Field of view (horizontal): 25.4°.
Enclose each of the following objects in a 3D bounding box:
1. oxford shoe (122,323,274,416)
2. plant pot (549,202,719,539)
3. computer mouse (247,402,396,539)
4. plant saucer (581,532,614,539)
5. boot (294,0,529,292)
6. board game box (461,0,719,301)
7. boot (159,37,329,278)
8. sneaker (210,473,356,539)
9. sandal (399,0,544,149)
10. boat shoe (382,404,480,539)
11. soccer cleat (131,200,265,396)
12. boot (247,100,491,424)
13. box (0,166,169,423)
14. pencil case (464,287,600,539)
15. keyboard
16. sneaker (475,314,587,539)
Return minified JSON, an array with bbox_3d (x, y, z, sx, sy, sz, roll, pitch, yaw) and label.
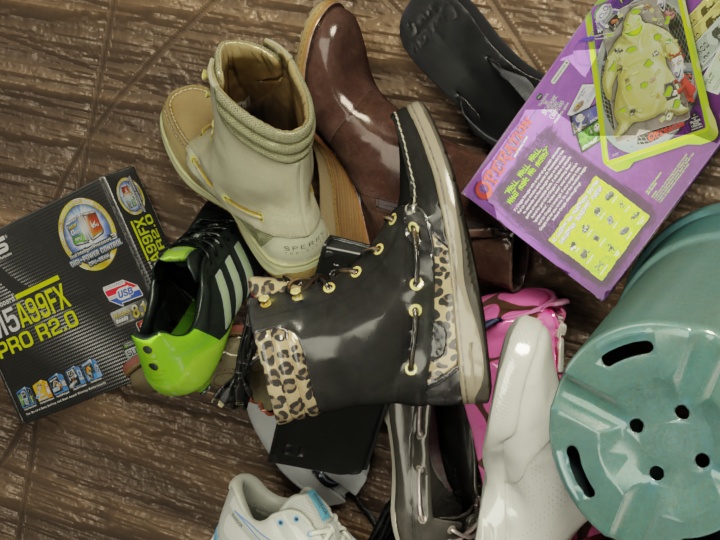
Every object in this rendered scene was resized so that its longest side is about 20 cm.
[{"bbox_3d":[-0.088,0.075,1.207,0.198,0.070,0.076,-13,84,20],"label":"oxford shoe"},{"bbox_3d":[0.219,0.075,0.988,0.199,0.196,0.202,9,109,28],"label":"plant pot"},{"bbox_3d":[-0.034,0.149,1.248,0.110,0.044,0.201,-40,83,34],"label":"computer mouse"},{"bbox_3d":[0.239,0.187,1.016,0.198,0.199,0.037,1,90,30],"label":"plant saucer"},{"bbox_3d":[0.041,-0.087,1.115,0.165,0.072,0.202,10,119,31],"label":"boot"},{"bbox_3d":[0.169,-0.096,1.028,0.120,0.032,0.201,37,103,7],"label":"board game box"},{"bbox_3d":[-0.087,-0.106,1.129,0.200,0.072,0.155,50,158,35],"label":"boot"},{"bbox_3d":[-0.030,0.213,1.203,0.199,0.075,0.087,20,113,25],"label":"sneaker"},{"bbox_3d":[0.099,-0.112,1.091,0.200,0.043,0.076,41,121,13],"label":"sandal"},{"bbox_3d":[0.059,0.152,1.178,0.057,0.067,0.202,-3,101,46],"label":"boat shoe"},{"bbox_3d":[-0.113,-0.001,1.163,0.067,0.201,0.081,-1,137,20],"label":"soccer cleat"},{"bbox_3d":[0.000,0.000,1.047,0.149,0.073,0.202,-11,89,6],"label":"boot"},{"bbox_3d":[-0.236,0.024,1.327,0.199,0.044,0.161,-21,95,33],"label":"box"},{"bbox_3d":[0.124,0.115,1.122,0.093,0.091,0.202,-10,102,29],"label":"pencil case"},{"bbox_3d":[-0.035,0.061,1.143,0.126,0.021,0.201,11,122,-7],"label":"keyboard"},{"bbox_3d":[0.124,0.122,1.045,0.088,0.075,0.202,6,118,10],"label":"sneaker"}]
